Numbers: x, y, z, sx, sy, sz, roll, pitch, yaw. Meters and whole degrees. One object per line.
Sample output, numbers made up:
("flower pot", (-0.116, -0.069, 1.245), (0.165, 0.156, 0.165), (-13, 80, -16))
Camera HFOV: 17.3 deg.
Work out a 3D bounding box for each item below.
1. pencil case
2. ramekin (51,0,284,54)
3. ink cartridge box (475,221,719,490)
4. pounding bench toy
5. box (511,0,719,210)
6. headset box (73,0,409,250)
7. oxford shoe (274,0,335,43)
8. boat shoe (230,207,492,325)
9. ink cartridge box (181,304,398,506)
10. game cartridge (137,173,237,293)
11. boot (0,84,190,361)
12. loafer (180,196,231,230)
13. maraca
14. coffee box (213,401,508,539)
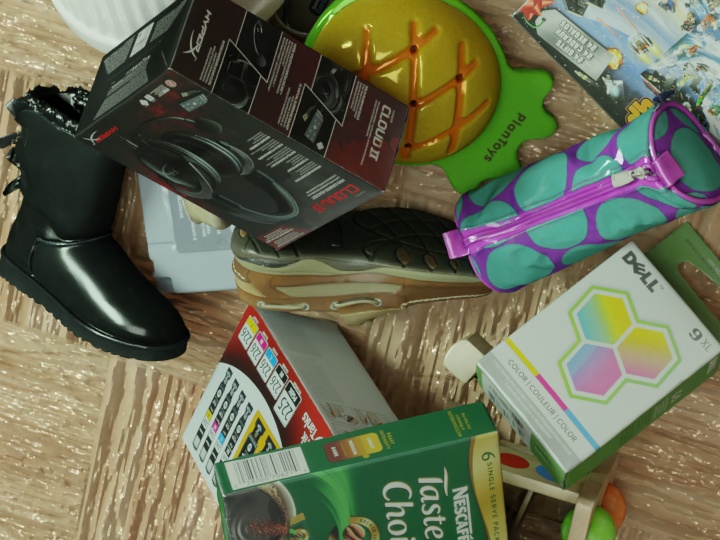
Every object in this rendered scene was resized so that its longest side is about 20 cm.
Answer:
("pencil case", (0.161, -0.052, 1.686), (0.199, 0.092, 0.086), (-25, 83, 39))
("ramekin", (-0.142, -0.258, 1.687), (0.198, 0.105, 0.202), (-4, 63, 8))
("ink cartridge box", (0.190, 0.053, 1.689), (0.200, 0.059, 0.104), (-37, 73, -8))
("pounding bench toy", (0.121, 0.159, 1.759), (0.155, 0.124, 0.201), (15, 107, 12))
("box", (0.225, -0.161, 1.688), (0.200, 0.040, 0.137), (46, 118, 1))
("headset box", (-0.075, -0.099, 1.651), (0.199, 0.078, 0.149), (30, 150, -23))
("oxford shoe", (-0.009, -0.253, 1.731), (0.075, 0.058, 0.201), (27, 107, 11))
("boat shoe", (0.000, 0.000, 1.776), (0.198, 0.076, 0.074), (5, 129, -4))
("ink cartridge box", (-0.054, 0.154, 1.768), (0.083, 0.200, 0.176), (14, 113, -31))
("game cartridge", (-0.107, -0.085, 1.813), (0.132, 0.040, 0.202), (-2, 103, 20))
("boot", (-0.200, -0.040, 1.806), (0.198, 0.073, 0.163), (30, 120, 30))
("loafer", (-0.143, -0.122, 1.760), (0.068, 0.076, 0.201), (-19, 88, 20))
("maraca", (0.050, -0.132, 1.723), (0.199, 0.107, 0.137), (29, 115, -20))
("coffee box", (0.003, 0.171, 1.645), (0.198, 0.044, 0.124), (-11, 120, -10))
